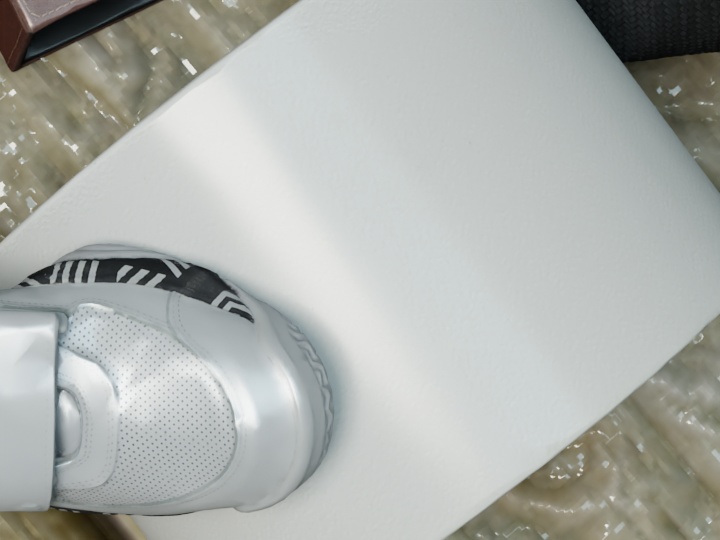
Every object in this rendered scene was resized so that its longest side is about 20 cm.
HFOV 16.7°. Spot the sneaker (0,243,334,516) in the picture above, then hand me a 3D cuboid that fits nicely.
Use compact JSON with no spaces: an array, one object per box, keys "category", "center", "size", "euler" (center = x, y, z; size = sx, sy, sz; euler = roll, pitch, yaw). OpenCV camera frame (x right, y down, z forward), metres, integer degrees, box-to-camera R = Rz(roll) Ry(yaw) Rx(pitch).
[{"category":"sneaker","center":[-0.113,0.040,0.619],"size":[0.199,0.115,0.075],"euler":[9,112,17]}]

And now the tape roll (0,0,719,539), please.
[{"category":"tape roll","center":[0.000,0.000,0.738],"size":[0.202,0.203,0.139],"euler":[-38,91,-15]}]

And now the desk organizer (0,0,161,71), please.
[{"category":"desk organizer","center":[-0.045,-0.147,0.818],"size":[0.199,0.072,0.077],"euler":[-28,90,-15]}]

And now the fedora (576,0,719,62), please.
[{"category":"fedora","center":[0.080,-0.138,0.799],"size":[0.091,0.201,0.202],"euler":[-15,85,4]}]
